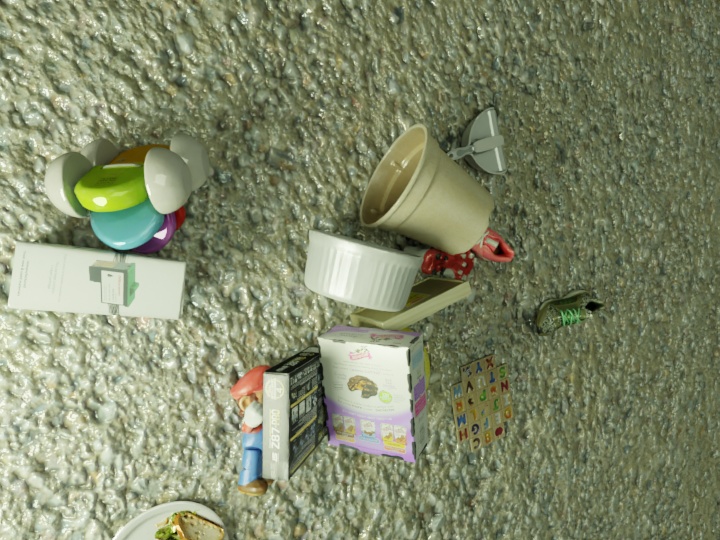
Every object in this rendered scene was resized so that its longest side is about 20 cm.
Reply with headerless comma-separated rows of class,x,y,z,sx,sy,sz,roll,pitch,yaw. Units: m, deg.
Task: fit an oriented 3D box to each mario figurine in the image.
mario figurine,-0.154,0.258,0.838,0.105,0.123,0.202,1,88,-31

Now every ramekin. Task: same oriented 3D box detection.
ramekin,0.000,0.000,0.865,0.199,0.200,0.098,11,95,-28

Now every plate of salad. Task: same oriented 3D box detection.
plate of salad,-0.307,0.474,0.813,0.199,0.048,0.202,-2,95,-28

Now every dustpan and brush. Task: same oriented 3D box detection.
dustpan and brush,0.237,-0.253,1.047,0.199,0.057,0.140,-21,103,-25

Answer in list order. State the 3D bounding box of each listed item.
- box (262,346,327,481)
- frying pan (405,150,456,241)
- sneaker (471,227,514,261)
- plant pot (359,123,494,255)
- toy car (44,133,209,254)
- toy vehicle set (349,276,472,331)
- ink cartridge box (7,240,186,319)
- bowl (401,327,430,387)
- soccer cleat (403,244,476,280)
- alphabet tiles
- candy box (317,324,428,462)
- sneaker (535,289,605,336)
box,-0.099,0.223,0.836,0.049,0.200,0.162,0,94,14
frying pan,0.146,-0.146,1.022,0.114,0.031,0.191,9,93,-29
sneaker,0.241,-0.074,1.038,0.199,0.087,0.074,26,92,-29
plant pot,0.127,-0.125,0.909,0.183,0.200,0.201,27,81,-21
toy car,-0.304,-0.100,0.700,0.174,0.200,0.151,-3,116,0
toy vehicle set,0.093,0.063,0.956,0.199,0.124,0.027,-23,104,-24
ink cartridge box,-0.354,0.014,0.701,0.199,0.146,0.085,7,89,-29
bowl,0.062,0.198,0.958,0.199,0.108,0.202,-2,94,-27
soccer cleat,0.163,-0.022,1.022,0.199,0.085,0.069,1,110,-50
alphabet tiles,0.274,0.295,1.135,0.166,0.006,0.201,-14,100,-27
candy box,0.023,0.201,0.856,0.071,0.167,0.201,-27,116,-59
sneaker,0.495,0.098,1.193,0.199,0.088,0.077,-24,105,-24
